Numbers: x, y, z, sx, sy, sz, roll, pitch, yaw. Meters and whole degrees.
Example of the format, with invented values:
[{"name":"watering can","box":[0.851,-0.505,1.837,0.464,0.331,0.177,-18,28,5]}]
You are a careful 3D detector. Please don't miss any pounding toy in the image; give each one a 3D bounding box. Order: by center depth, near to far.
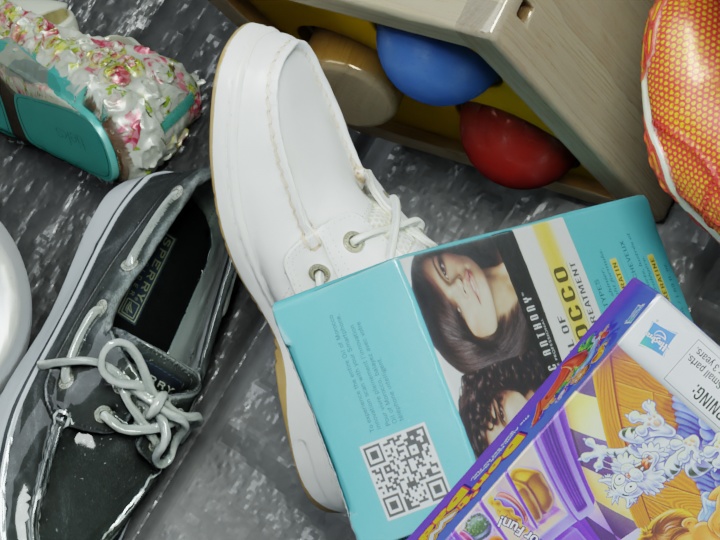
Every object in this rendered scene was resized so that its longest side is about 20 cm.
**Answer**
[{"name":"pounding toy","box":[0.022,-0.093,1.017,0.199,0.184,0.143,18,77,36]}]

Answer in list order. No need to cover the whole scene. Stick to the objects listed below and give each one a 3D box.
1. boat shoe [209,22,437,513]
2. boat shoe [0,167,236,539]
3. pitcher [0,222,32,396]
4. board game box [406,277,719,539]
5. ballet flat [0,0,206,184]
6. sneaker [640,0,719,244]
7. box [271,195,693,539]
[{"name":"boat shoe","box":[0.000,0.000,0.978,0.069,0.201,0.071,0,32,28]},{"name":"boat shoe","box":[-0.096,0.048,1.092,0.068,0.074,0.200,-9,50,52]},{"name":"pitcher","box":[-0.221,0.046,1.157,0.200,0.121,0.173,-10,73,63]},{"name":"board game box","box":[0.109,0.119,0.746,0.135,0.200,0.045,-49,6,2]},{"name":"ballet flat","box":[-0.142,-0.091,1.228,0.064,0.076,0.200,-36,43,-25]},{"name":"sneaker","box":[0.155,-0.013,0.878,0.201,0.073,0.077,65,149,12]},{"name":"box","box":[0.051,0.029,0.883,0.049,0.200,0.083,-22,87,29]}]
